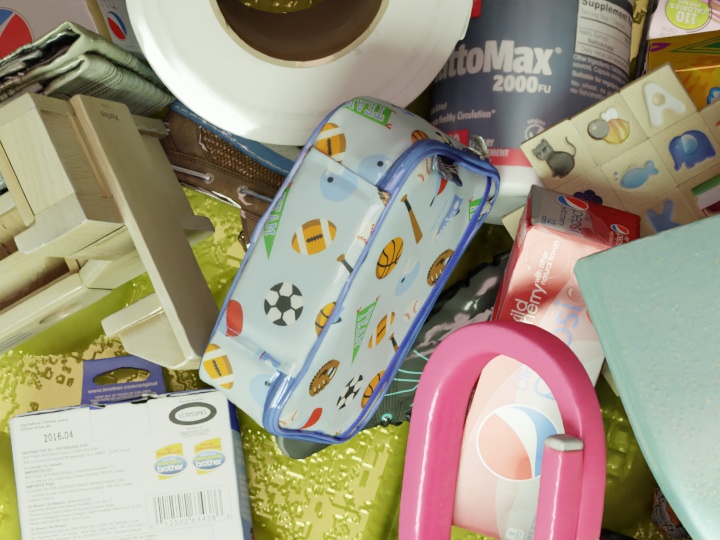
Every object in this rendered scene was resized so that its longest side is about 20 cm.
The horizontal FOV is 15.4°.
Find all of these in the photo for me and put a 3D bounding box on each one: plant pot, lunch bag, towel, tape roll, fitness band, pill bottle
[{"bbox_3d":[0.248,0.080,1.416,0.195,0.196,0.201,-18,71,14],"label":"plant pot"},{"bbox_3d":[0.000,0.000,1.506,0.075,0.160,0.201,33,95,24],"label":"lunch bag"},{"bbox_3d":[-0.213,-0.074,1.560,0.192,0.200,0.035,-27,79,9],"label":"towel"},{"bbox_3d":[-0.040,-0.186,1.548,0.201,0.139,0.204,-2,107,-5],"label":"tape roll"},{"bbox_3d":[0.075,0.128,1.486,0.037,0.143,0.201,0,103,-37],"label":"fitness band"},{"bbox_3d":[0.105,-0.134,1.621,0.119,0.120,0.201,4,80,2],"label":"pill bottle"}]

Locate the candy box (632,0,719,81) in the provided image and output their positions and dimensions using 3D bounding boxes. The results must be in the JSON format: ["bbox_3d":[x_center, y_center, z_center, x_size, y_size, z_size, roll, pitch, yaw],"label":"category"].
[{"bbox_3d":[0.245,-0.153,1.651,0.136,0.061,0.201,11,82,2],"label":"candy box"}]

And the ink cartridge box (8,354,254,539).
[{"bbox_3d":[-0.134,0.148,1.602,0.136,0.076,0.201,-7,82,-1],"label":"ink cartridge box"}]

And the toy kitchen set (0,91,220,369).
[{"bbox_3d":[-0.185,0.016,1.540,0.180,0.200,0.164,-29,80,14],"label":"toy kitchen set"}]

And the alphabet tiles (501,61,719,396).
[{"bbox_3d":[0.186,-0.016,1.548,0.166,0.006,0.200,-29,107,19],"label":"alphabet tiles"}]

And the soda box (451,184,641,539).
[{"bbox_3d":[0.103,0.058,1.550,0.070,0.063,0.201,16,114,0],"label":"soda box"}]

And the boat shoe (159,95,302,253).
[{"bbox_3d":[-0.044,-0.036,1.639,0.199,0.072,0.073,33,88,16],"label":"boat shoe"}]

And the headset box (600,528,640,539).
[{"bbox_3d":[0.187,0.207,1.545,0.199,0.149,0.075,16,91,5],"label":"headset box"}]

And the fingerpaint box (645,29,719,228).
[{"bbox_3d":[0.263,-0.043,1.570,0.166,0.073,0.201,-6,110,10],"label":"fingerpaint box"}]

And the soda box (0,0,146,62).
[{"bbox_3d":[-0.228,-0.116,1.615,0.199,0.064,0.068,-28,79,22],"label":"soda box"}]

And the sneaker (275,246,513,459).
[{"bbox_3d":[0.041,0.065,1.613,0.199,0.075,0.079,-33,95,3],"label":"sneaker"}]

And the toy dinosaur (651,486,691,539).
[{"bbox_3d":[0.267,0.122,1.563,0.199,0.135,0.103,4,97,43],"label":"toy dinosaur"}]
